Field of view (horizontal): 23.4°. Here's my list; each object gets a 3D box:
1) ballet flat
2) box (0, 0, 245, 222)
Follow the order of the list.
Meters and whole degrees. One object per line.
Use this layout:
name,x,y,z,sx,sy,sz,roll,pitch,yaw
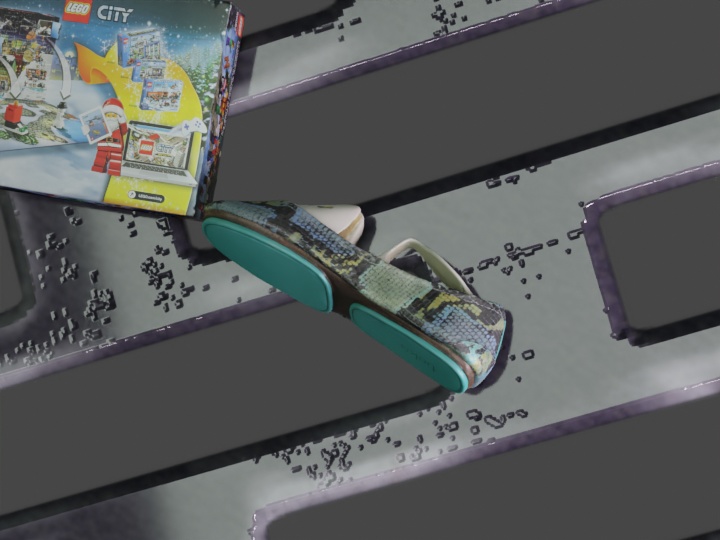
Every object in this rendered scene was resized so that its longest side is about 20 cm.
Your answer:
ballet flat,0.000,0.000,1.054,0.200,0.074,0.074,32,91,9
box,-0.183,-0.113,1.102,0.199,0.038,0.137,10,87,11
